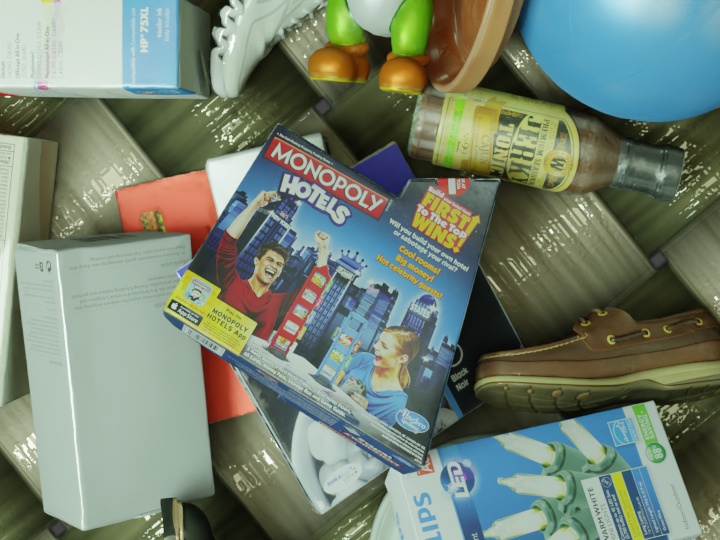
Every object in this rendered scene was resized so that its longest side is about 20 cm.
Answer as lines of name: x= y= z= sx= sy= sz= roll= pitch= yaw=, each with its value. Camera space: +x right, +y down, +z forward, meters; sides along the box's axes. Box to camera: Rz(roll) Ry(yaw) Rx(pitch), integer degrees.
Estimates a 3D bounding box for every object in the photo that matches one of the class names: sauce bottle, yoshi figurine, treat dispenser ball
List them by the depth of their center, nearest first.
treat dispenser ball: x=0.200 y=-0.201 z=0.871 sx=0.199 sy=0.201 sz=0.203 roll=0 pitch=93 yaw=5
yoshi figurine: x=0.016 y=-0.226 z=0.894 sx=0.112 sy=0.112 sz=0.202 roll=5 pitch=98 yaw=-27
sauce bottle: x=0.135 y=-0.092 z=0.952 sx=0.198 sy=0.065 sz=0.065 roll=11 pitch=94 yaw=5

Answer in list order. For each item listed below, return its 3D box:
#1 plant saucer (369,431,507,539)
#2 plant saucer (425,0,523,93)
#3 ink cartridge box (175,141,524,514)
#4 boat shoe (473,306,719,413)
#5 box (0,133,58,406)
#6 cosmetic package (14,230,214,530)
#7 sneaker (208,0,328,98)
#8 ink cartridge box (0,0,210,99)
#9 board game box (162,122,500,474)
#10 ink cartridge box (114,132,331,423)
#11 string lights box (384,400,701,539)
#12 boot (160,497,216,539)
plant saucer: x=0.103 y=0.225 z=0.980 sx=0.198 sy=0.050 sz=0.202 roll=0 pitch=94 yaw=4
plant saucer: x=0.081 y=-0.221 z=0.885 sx=0.032 sy=0.200 sz=0.202 roll=6 pitch=94 yaw=-12
ink cartridge box: x=0.000 y=0.036 z=0.939 sx=0.197 sy=0.043 sz=0.201 roll=-32 pitch=96 yaw=-16
boat shoe: x=0.174 y=0.063 z=0.945 sx=0.198 sy=0.072 sz=0.068 roll=-3 pitch=71 yaw=-14
box: x=-0.293 y=-0.005 z=0.986 sx=0.094 sy=0.078 sz=0.202 roll=8 pitch=94 yaw=4
cosmetic package: x=-0.179 y=0.076 z=0.951 sx=0.112 sy=0.081 sz=0.202 roll=-7 pitch=98 yaw=-36
sneaker: x=-0.049 y=-0.213 z=0.960 sx=0.081 sy=0.075 sz=0.201 roll=27 pitch=96 yaw=-6
ink cartridge box: x=-0.217 y=-0.162 z=0.951 sx=0.198 sy=0.116 sz=0.068 roll=1 pitch=94 yaw=4
board game box: x=0.000 y=0.000 z=0.887 sx=0.199 sy=0.062 sz=0.201 roll=32 pitch=74 yaw=-3
ink cartridge box: x=-0.088 y=0.013 z=0.988 sx=0.172 sy=0.044 sz=0.202 roll=-13 pitch=92 yaw=4
string lights box: x=0.127 y=0.168 z=0.924 sx=0.198 sy=0.059 sz=0.103 roll=-11 pitch=65 yaw=-13
boot: x=-0.067 y=0.229 z=0.954 sx=0.137 sy=0.078 sz=0.201 roll=-9 pitch=135 yaw=1
